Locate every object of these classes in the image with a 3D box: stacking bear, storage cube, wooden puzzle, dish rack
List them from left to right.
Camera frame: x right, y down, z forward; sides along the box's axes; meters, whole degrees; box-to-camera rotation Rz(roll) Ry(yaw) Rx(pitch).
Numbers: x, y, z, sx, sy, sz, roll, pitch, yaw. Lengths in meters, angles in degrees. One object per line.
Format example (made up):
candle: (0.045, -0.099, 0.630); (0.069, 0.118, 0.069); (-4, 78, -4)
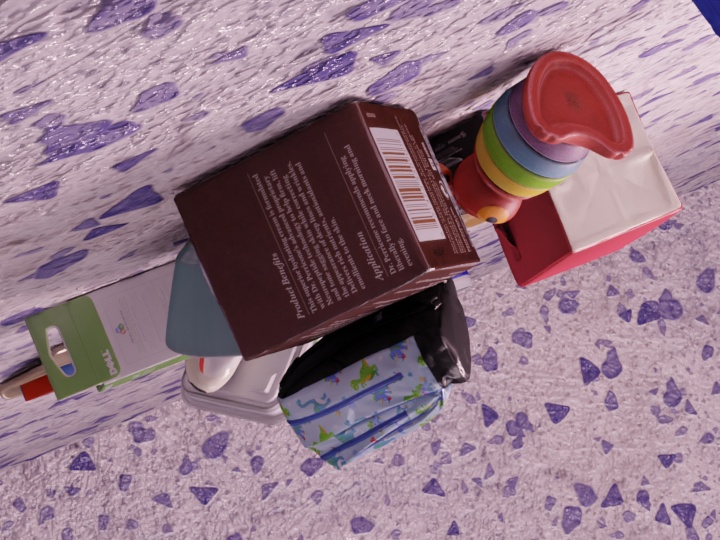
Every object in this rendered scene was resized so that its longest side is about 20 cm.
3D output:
wooden puzzle: (-0.382, 0.131, 2.047); (0.185, 0.047, 0.200); (-18, 172, -38)
dish rack: (-0.139, 0.091, 1.906); (0.171, 0.201, 0.044); (9, 152, 27)
stacking bear: (0.163, -0.118, 1.485); (0.121, 0.114, 0.200); (11, 146, -26)
storage cube: (0.276, -0.104, 1.905); (0.199, 0.172, 0.180); (-21, 172, -19)

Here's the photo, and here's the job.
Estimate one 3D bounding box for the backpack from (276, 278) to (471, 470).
backpack: (0.012, 0.104, 1.462); (0.199, 0.154, 0.163); (-17, -161, 10)

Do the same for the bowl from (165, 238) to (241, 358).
bowl: (-0.115, 0.008, 1.535); (0.199, 0.106, 0.201); (-10, -164, 3)

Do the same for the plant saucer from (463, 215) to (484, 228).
plant saucer: (0.206, -0.107, 2.253); (0.199, 0.036, 0.200); (-23, 174, -3)

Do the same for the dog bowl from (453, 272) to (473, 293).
dog bowl: (0.117, 0.033, 2.918); (0.199, 0.079, 0.200); (-23, 174, -2)

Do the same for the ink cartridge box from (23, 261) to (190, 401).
ink cartridge box: (-0.269, 0.070, 1.671); (0.199, 0.104, 0.059); (-21, 173, -20)

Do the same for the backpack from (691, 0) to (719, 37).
backpack: (0.212, -0.227, 0.694); (0.200, 0.163, 0.168); (-36, -178, 4)

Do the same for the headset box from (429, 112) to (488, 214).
headset box: (0.129, -0.118, 1.673); (0.148, 0.078, 0.200); (-27, 172, 32)

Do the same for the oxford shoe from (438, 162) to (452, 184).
oxford shoe: (0.042, -0.053, 1.608); (0.071, 0.072, 0.201); (-32, 151, -41)

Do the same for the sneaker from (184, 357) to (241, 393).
sneaker: (-0.156, 0.055, 1.839); (0.200, 0.070, 0.093); (-60, -179, -23)

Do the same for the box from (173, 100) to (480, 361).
box: (-0.027, -0.037, 1.354); (0.199, 0.167, 0.164); (-25, 175, 20)
